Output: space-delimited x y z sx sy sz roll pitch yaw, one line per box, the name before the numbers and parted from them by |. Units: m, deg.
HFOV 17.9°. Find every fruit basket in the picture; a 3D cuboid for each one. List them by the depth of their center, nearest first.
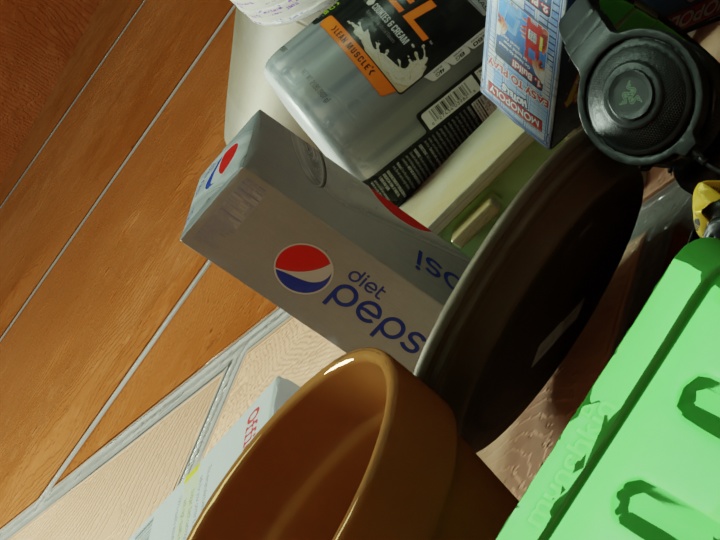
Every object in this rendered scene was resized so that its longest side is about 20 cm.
fruit basket | 0.116 0.100 0.881 0.215 0.155 0.216 -32 40 30

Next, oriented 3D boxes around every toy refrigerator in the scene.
toy refrigerator | 0.077 -0.027 1.347 0.200 0.076 0.070 -44 19 34

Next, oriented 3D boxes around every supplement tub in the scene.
supplement tub | 0.051 -0.140 1.399 0.200 0.123 0.123 -39 16 -1

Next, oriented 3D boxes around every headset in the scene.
headset | 0.155 -0.060 1.116 0.094 0.123 0.200 -50 37 21

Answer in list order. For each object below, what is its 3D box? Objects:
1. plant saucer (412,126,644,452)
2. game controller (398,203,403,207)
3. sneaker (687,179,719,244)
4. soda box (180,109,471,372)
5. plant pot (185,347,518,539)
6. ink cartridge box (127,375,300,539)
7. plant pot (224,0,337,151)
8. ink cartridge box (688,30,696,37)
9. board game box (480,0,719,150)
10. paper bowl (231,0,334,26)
plant saucer | 0.087 0.015 1.161 0.200 0.029 0.200 -51 -18 -23
game controller | 0.017 -0.061 1.537 0.200 0.042 0.104 -78 16 -46
sneaker | 0.166 0.001 0.997 0.200 0.090 0.070 -48 17 25
soda box | 0.000 0.000 1.287 0.063 0.200 0.068 -47 16 29
plant pot | 0.008 0.155 1.062 0.200 0.140 0.200 -50 16 21
ink cartridge box | -0.080 0.184 1.370 0.200 0.083 0.145 -48 18 25
plant pot | -0.021 -0.157 1.740 0.200 0.200 0.174 -97 27 -67
ink cartridge box | 0.185 -0.176 1.416 0.161 0.050 0.200 -71 3 -46
board game box | 0.142 -0.171 1.221 0.200 0.062 0.200 -23 -36 -36
paper bowl | -0.033 -0.262 1.464 0.201 0.104 0.201 -38 26 23
